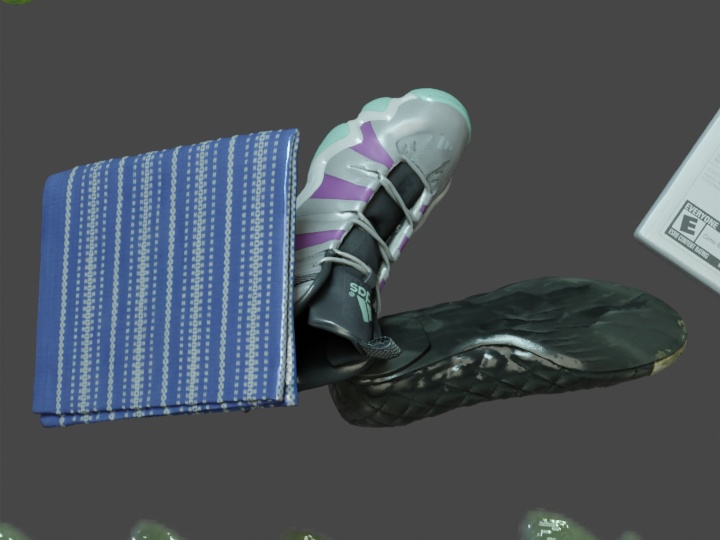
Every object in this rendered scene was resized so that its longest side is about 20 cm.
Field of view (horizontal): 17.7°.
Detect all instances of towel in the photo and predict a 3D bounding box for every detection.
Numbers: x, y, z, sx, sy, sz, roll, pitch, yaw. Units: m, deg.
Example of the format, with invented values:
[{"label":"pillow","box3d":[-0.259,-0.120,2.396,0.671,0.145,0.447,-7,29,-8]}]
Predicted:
[{"label":"towel","box3d":[-0.104,0.008,1.228,0.199,0.024,0.146,-7,79,43]}]

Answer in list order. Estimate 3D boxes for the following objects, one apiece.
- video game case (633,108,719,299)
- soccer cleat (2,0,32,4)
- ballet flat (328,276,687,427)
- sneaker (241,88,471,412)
[{"label":"video game case","box3d":[0.283,-0.036,1.275,0.200,0.022,0.182,35,86,6]},{"label":"soccer cleat","box3d":[-0.152,-0.238,1.302,0.081,0.068,0.200,35,85,23]},{"label":"ballet flat","box3d":[0.080,0.045,1.269,0.199,0.057,0.067,-7,56,-3]},{"label":"sneaker","box3d":[0.000,0.000,1.221,0.200,0.140,0.078,-45,123,4]}]
